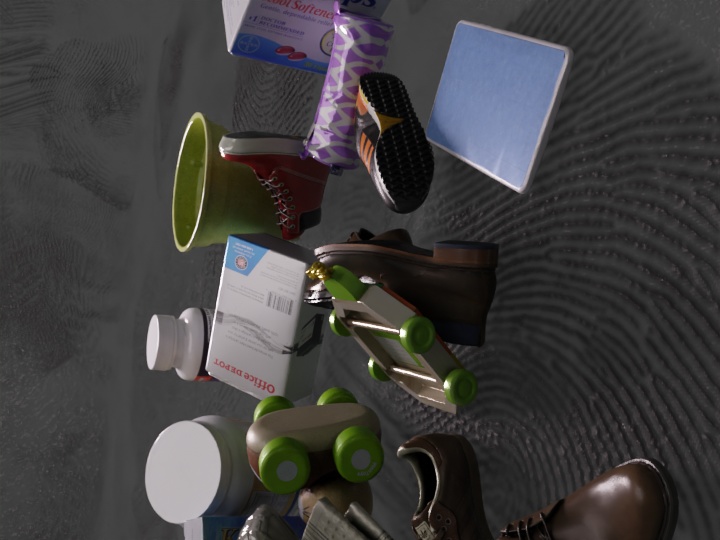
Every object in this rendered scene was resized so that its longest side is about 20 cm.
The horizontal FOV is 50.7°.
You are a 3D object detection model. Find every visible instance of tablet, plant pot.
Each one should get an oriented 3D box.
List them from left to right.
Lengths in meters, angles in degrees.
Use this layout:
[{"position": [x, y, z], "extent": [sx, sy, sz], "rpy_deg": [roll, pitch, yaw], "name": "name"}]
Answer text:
[{"position": [-0.173, -0.120, 1.154], "extent": [0.200, 0.181, 0.205], "rpy_deg": [-25, 62, 60], "name": "plant pot"}, {"position": [0.128, -0.167, 0.745], "extent": [0.200, 0.013, 0.133], "rpy_deg": [46, 125, 56], "name": "tablet"}]

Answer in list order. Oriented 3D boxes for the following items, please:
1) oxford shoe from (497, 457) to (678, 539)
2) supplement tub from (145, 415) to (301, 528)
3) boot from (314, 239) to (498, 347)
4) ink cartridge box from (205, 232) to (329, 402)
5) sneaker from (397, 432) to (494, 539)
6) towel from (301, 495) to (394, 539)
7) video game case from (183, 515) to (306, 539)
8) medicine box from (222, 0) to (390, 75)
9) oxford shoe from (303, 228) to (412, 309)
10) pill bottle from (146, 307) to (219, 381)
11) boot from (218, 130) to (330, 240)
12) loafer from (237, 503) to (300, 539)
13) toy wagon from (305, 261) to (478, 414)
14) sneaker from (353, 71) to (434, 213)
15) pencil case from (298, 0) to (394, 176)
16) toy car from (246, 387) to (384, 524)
[{"position": [0.148, 0.202, 0.549], "extent": [0.201, 0.083, 0.074], "rpy_deg": [-59, 34, 38], "name": "oxford shoe"}, {"position": [-0.177, 0.275, 1.023], "extent": [0.142, 0.199, 0.148], "rpy_deg": [-8, 71, 25], "name": "supplement tub"}, {"position": [0.039, 0.020, 0.750], "extent": [0.196, 0.074, 0.099], "rpy_deg": [2, 96, 30], "name": "boot"}, {"position": [-0.125, 0.065, 1.064], "extent": [0.143, 0.083, 0.205], "rpy_deg": [19, 103, 28], "name": "ink cartridge box"}, {"position": [0.080, 0.246, 0.685], "extent": [0.071, 0.074, 0.203], "rpy_deg": [-55, 38, 43], "name": "sneaker"}, {"position": [0.006, 0.348, 0.770], "extent": [0.198, 0.034, 0.195], "rpy_deg": [35, 122, 23], "name": "towel"}, {"position": [-0.117, 0.393, 0.914], "extent": [0.045, 0.198, 0.185], "rpy_deg": [-27, 60, 40], "name": "video game case"}, {"position": [-0.065, -0.372, 0.992], "extent": [0.200, 0.179, 0.105], "rpy_deg": [-51, 42, 48], "name": "medicine box"}, {"position": [0.000, 0.000, 0.897], "extent": [0.198, 0.072, 0.086], "rpy_deg": [-20, 64, 49], "name": "oxford shoe"}, {"position": [-0.230, 0.118, 1.201], "extent": [0.111, 0.196, 0.114], "rpy_deg": [-22, 65, 60], "name": "pill bottle"}, {"position": [-0.116, -0.112, 1.037], "extent": [0.072, 0.198, 0.148], "rpy_deg": [21, 105, 37], "name": "boot"}, {"position": [-0.068, 0.362, 0.892], "extent": [0.069, 0.202, 0.070], "rpy_deg": [-23, 17, 27], "name": "loafer"}, {"position": [0.026, 0.059, 0.727], "extent": [0.040, 0.201, 0.154], "rpy_deg": [-47, 22, -19], "name": "toy wagon"}, {"position": [0.034, -0.133, 0.884], "extent": [0.091, 0.068, 0.203], "rpy_deg": [107, 156, -54], "name": "sneaker"}, {"position": [-0.019, -0.230, 0.976], "extent": [0.084, 0.084, 0.204], "rpy_deg": [-118, 42, -68], "name": "pencil case"}, {"position": [-0.047, 0.262, 0.879], "extent": [0.164, 0.154, 0.205], "rpy_deg": [-139, 44, -76], "name": "toy car"}]
